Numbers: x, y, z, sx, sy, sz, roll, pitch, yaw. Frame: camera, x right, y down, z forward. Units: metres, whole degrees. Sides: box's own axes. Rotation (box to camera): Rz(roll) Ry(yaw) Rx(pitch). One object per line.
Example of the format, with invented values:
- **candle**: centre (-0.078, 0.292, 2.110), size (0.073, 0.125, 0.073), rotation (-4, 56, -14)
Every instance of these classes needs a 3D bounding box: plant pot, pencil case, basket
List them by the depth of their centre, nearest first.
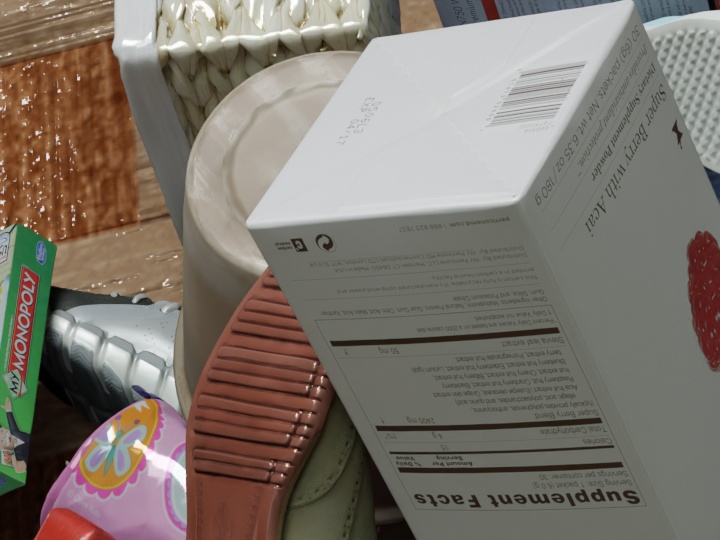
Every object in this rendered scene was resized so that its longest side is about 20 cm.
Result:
- **pencil case**: centre (-0.042, 0.135, 1.036), size (0.200, 0.088, 0.087), rotation (34, 71, 27)
- **plant pot**: centre (0.000, 0.000, 1.076), size (0.199, 0.174, 0.201), rotation (-6, 56, 9)
- **basket**: centre (-0.041, -0.102, 1.220), size (0.123, 0.200, 0.136), rotation (-6, 55, 6)

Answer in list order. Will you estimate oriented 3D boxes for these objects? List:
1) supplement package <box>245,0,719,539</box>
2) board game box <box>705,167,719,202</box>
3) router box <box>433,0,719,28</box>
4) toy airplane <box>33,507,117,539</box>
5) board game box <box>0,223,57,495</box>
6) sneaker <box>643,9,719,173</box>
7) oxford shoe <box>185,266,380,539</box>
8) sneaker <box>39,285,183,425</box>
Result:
- **supplement package**: centre (0.069, 0.019, 0.923), size (0.119, 0.201, 0.121), rotation (-5, 37, 34)
- **board game box**: centre (0.125, -0.005, 1.176), size (0.151, 0.037, 0.201), rotation (-12, 53, 28)
- **router box**: centre (0.121, -0.155, 1.198), size (0.179, 0.200, 0.049), rotation (5, 58, 20)
- **toy airplane**: centre (-0.119, 0.224, 1.011), size (0.141, 0.199, 0.201), rotation (0, 55, -38)
- **board game box**: centre (-0.231, 0.073, 1.206), size (0.199, 0.029, 0.135), rotation (-26, 46, 34)
- **sneaker**: centre (0.170, -0.088, 1.103), size (0.082, 0.074, 0.200), rotation (-17, 18, -28)
- **oxford shoe**: centre (-0.025, 0.084, 0.959), size (0.071, 0.074, 0.201), rotation (14, 86, 49)
- **sneaker**: centre (-0.075, 0.034, 1.219), size (0.199, 0.075, 0.116), rotation (28, 63, 20)
